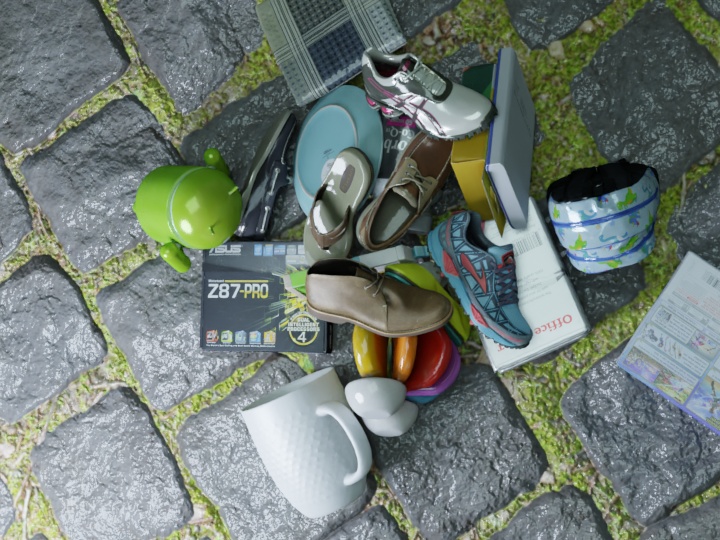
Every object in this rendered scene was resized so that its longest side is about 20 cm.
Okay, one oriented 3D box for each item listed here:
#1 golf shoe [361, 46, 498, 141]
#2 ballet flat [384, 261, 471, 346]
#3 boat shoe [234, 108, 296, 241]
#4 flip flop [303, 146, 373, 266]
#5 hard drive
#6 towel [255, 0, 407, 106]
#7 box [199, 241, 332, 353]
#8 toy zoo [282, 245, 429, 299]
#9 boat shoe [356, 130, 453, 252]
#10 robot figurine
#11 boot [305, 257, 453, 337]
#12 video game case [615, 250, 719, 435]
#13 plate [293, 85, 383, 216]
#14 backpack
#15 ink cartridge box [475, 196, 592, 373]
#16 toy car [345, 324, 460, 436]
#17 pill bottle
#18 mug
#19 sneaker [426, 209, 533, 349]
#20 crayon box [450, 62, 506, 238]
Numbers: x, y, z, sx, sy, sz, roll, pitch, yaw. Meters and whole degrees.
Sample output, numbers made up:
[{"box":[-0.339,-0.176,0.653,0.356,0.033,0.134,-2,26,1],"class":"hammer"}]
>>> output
[{"box":[0.082,-0.230,1.424,0.197,0.089,0.078,20,65,28],"class":"golf shoe"},{"box":[0.099,0.029,1.508,0.066,0.200,0.068,16,68,44],"class":"ballet flat"},{"box":[-0.134,-0.139,1.634,0.062,0.073,0.203,24,92,-16],"class":"boat shoe"},{"box":[-0.039,-0.078,1.512,0.081,0.057,0.202,36,129,15],"class":"flip flop"},{"box":[0.203,-0.177,1.467,0.025,0.133,0.203,-5,54,22],"class":"hard drive"},{"box":[-0.045,-0.362,1.617,0.190,0.034,0.203,-30,65,12],"class":"towel"},{"box":[-0.137,0.040,1.623,0.196,0.049,0.165,1,84,12],"class":"box"},{"box":[0.000,0.000,1.513,0.196,0.131,0.021,-14,81,5],"class":"toy zoo"},{"box":[0.068,-0.107,1.457,0.075,0.072,0.202,31,96,-8],"class":"boat shoe"},{"box":[-0.250,-0.093,1.593,0.198,0.115,0.178,8,69,49],"class":"robot figurine"},{"box":[0.021,0.031,1.405,0.196,0.076,0.074,7,46,12],"class":"boot"},{"box":[0.475,0.106,1.474,0.199,0.045,0.183,35,94,13],"class":"video game case"},{"box":[-0.042,-0.167,1.569,0.198,0.025,0.205,-12,74,46],"class":"plate"},{"box":[0.322,-0.076,1.443,0.160,0.200,0.157,-8,86,12],"class":"backpack"},{"box":[0.217,0.023,1.521,0.144,0.085,0.203,-24,80,11],"class":"ink cartridge box"},{"box":[0.061,0.122,1.496,0.147,0.200,0.178,-6,65,12],"class":"toy car"},{"box":[0.067,-0.158,1.551,0.114,0.116,0.204,7,88,13],"class":"pill bottle"},{"box":[-0.054,0.242,1.524,0.199,0.146,0.178,-23,91,53],"class":"mug"},{"box":[0.169,0.009,1.437,0.095,0.079,0.201,-42,77,31],"class":"sneaker"},{"box":[0.166,-0.160,1.477,0.050,0.128,0.203,-4,54,20],"class":"crayon box"}]
